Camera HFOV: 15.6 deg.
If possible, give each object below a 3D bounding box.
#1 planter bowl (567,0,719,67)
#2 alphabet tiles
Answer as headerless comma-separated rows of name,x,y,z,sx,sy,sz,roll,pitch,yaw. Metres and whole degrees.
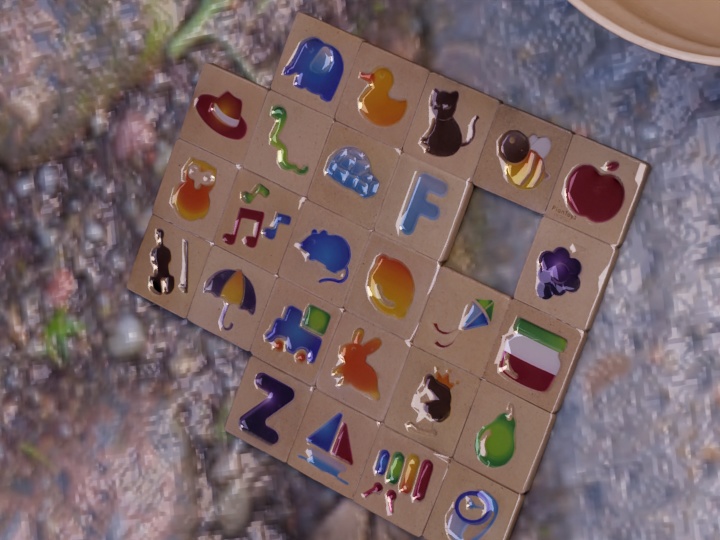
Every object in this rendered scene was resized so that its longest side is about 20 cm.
planter bowl,0.154,-0.162,0.874,0.199,0.134,0.202,-1,88,29
alphabet tiles,0.000,0.000,1.031,0.199,0.008,0.168,26,102,28
